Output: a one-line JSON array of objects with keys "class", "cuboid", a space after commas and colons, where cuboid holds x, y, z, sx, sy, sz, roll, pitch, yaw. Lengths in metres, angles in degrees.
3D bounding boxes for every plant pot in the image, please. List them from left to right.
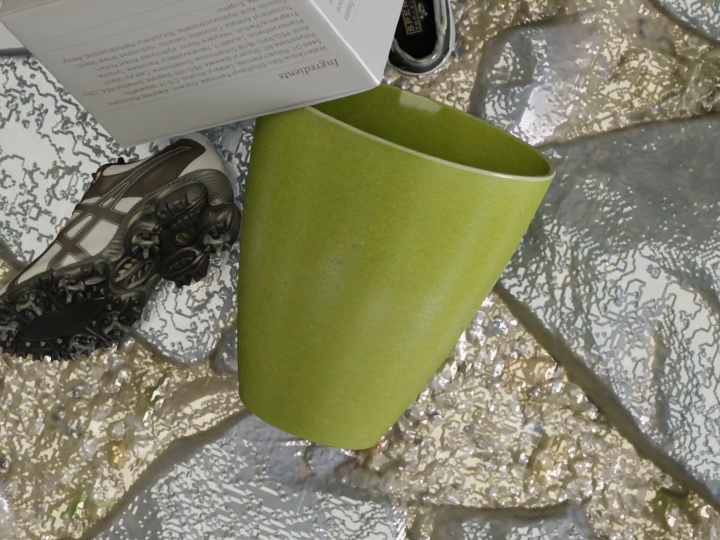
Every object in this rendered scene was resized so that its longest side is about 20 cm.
[{"class": "plant pot", "cuboid": [0.000, 0.000, 1.517, 0.186, 0.187, 0.201, 19, 104, 2]}]

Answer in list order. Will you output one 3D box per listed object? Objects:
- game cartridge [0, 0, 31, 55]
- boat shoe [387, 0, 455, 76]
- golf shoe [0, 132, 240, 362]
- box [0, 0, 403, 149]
[{"class": "game cartridge", "cuboid": [-0.194, -0.239, 1.584, 0.132, 0.041, 0.201, -2, 89, 6]}, {"class": "boat shoe", "cuboid": [0.017, -0.223, 1.560, 0.070, 0.064, 0.201, -19, 89, 2]}, {"class": "golf shoe", "cuboid": [-0.159, -0.014, 1.569, 0.199, 0.095, 0.078, -29, 131, 21]}, {"class": "box", "cuboid": [-0.077, -0.200, 1.453, 0.199, 0.131, 0.200, -11, 47, 33]}]
